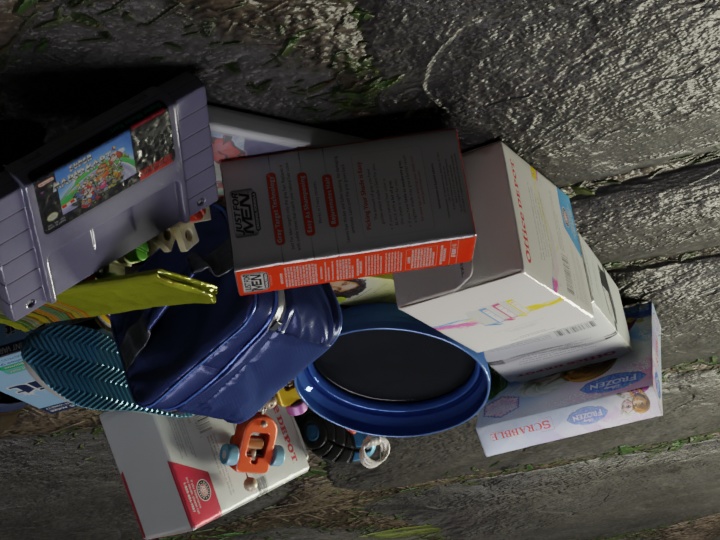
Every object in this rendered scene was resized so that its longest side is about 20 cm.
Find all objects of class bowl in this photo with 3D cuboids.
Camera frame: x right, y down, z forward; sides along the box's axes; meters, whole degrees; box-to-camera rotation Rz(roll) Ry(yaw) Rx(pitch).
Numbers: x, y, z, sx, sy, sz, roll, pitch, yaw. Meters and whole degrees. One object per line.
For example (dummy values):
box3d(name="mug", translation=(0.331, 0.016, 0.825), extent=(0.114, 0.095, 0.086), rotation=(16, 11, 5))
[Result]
box3d(name="bowl", translation=(0.033, 0.101, 1.819), extent=(0.200, 0.039, 0.201), rotation=(3, 143, 2))

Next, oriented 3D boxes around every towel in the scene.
box3d(name="towel", translation=(-0.219, 0.025, 1.438), extent=(0.199, 0.018, 0.086), rotation=(-8, 167, 29))

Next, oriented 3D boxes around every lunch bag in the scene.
box3d(name="lunch bag", translation=(-0.123, 0.037, 1.580), extent=(0.132, 0.136, 0.200), rotation=(12, 134, -46))

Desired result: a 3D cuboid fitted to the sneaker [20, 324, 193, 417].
box3d(name="sneaker", translation=(-0.250, 0.102, 1.749), extent=(0.200, 0.077, 0.081), rotation=(22, 168, -38))

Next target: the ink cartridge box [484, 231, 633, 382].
box3d(name="ink cartridge box", translation=(0.190, 0.041, 1.882), extent=(0.145, 0.084, 0.200), rotation=(-15, 158, 15))

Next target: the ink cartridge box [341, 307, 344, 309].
box3d(name="ink cartridge box", translation=(0.005, 0.076, 1.950), extent=(0.176, 0.045, 0.200), rotation=(-16, 159, 21))

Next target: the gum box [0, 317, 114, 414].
box3d(name="gum box", translation=(-0.297, 0.088, 1.857), extent=(0.169, 0.045, 0.200), rotation=(-16, 157, 15))

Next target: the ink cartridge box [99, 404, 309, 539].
box3d(name="ink cartridge box", translation=(-0.164, 0.185, 1.927), extent=(0.083, 0.146, 0.200), rotation=(-19, -179, 39))

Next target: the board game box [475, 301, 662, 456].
box3d(name="board game box", translation=(0.234, 0.118, 1.988), extent=(0.199, 0.041, 0.200), rotation=(-16, -158, 15))

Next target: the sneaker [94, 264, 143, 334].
box3d(name="sneaker", translation=(-0.155, 0.034, 1.733), extent=(0.199, 0.075, 0.090), rotation=(2, 162, -29))

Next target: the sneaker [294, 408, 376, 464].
box3d(name="sneaker", translation=(-0.048, 0.160, 2.033), extent=(0.200, 0.073, 0.082), rotation=(25, -166, 38))

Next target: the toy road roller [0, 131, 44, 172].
box3d(name="toy road roller", translation=(-0.343, -0.052, 1.379), extent=(0.146, 0.123, 0.200), rotation=(-6, 163, 26))

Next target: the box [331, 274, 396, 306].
box3d(name="box", translation=(0.000, 0.000, 1.745), extent=(0.200, 0.050, 0.075), rotation=(6, 155, -36))

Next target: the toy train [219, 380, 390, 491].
box3d(name="toy train", translation=(-0.060, 0.154, 1.909), extent=(0.199, 0.151, 0.056), rotation=(1, -166, -32))

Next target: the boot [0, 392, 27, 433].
box3d(name="boot", translation=(-0.435, 0.130, 1.906), extent=(0.097, 0.075, 0.200), rotation=(-36, 151, 17))

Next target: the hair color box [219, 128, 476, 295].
box3d(name="hair color box", translation=(-0.011, -0.049, 1.484), extent=(0.199, 0.102, 0.061), rotation=(-8, 160, -3))

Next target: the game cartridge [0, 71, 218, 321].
box3d(name="game cartridge", translation=(-0.196, -0.057, 1.358), extent=(0.200, 0.038, 0.130), rotation=(-33, 148, -26))

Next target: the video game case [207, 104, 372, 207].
box3d(name="video game case", translation=(-0.110, -0.080, 1.531), extent=(0.200, 0.023, 0.182), rotation=(9, 153, -39))

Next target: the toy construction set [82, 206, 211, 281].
box3d(name="toy construction set", translation=(-0.221, -0.014, 1.487), extent=(0.200, 0.092, 0.131), rotation=(-21, 160, 28))

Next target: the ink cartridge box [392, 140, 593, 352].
box3d(name="ink cartridge box", translation=(0.111, -0.021, 1.627), extent=(0.125, 0.129, 0.200), rotation=(-18, 157, 23))
